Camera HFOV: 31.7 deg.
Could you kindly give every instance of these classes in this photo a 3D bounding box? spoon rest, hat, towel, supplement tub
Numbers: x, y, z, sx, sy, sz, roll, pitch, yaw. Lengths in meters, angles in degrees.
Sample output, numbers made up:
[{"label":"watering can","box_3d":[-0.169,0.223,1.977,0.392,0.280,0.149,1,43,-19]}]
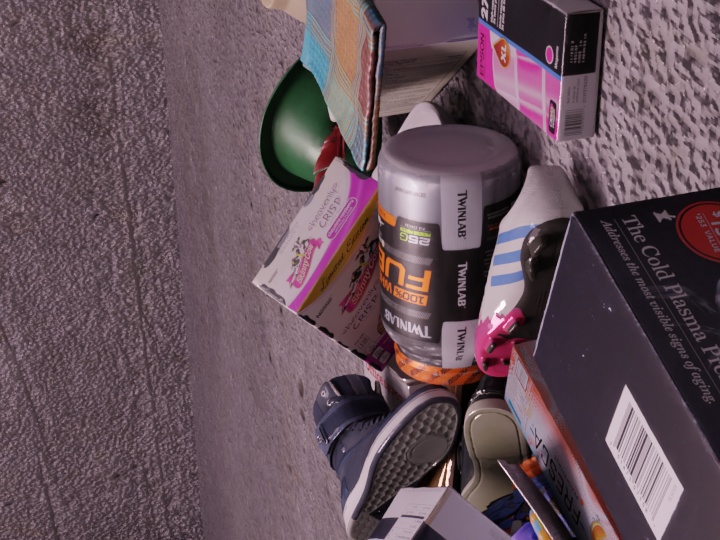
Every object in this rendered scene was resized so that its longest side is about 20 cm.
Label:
[{"label":"spoon rest","box_3d":[0.053,-0.097,1.232,0.200,0.060,0.101,136,123,-73]},{"label":"hat","box_3d":[0.006,-0.114,1.280,0.176,0.165,0.201,36,92,40]},{"label":"towel","box_3d":[-0.019,-0.201,1.124,0.201,0.021,0.148,-115,22,-48]},{"label":"supplement tub","box_3d":[0.075,-0.012,1.083,0.123,0.121,0.203,-128,32,-60]}]

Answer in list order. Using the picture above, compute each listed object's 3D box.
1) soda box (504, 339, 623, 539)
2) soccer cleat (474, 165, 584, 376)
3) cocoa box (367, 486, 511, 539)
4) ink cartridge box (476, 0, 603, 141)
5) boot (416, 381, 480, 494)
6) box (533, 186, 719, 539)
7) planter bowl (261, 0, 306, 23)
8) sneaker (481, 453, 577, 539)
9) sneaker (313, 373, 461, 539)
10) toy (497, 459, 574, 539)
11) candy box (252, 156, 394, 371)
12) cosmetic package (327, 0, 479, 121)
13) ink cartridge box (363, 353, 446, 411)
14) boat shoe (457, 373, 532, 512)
[{"label":"soda box","box_3d":[0.173,0.136,0.915,0.064,0.067,0.201,92,161,-44]},{"label":"soccer cleat","box_3d":[0.134,0.002,1.004,0.201,0.069,0.087,105,164,-48]},{"label":"cocoa box","box_3d":[0.089,0.286,1.013,0.199,0.132,0.133,39,163,-5]},{"label":"ink cartridge box","box_3d":[0.125,-0.179,0.973,0.200,0.037,0.096,-121,27,-59]},{"label":"boot","box_3d":[0.074,0.184,1.189,0.075,0.073,0.203,7,89,33]},{"label":"box","box_3d":[0.201,0.062,0.557,0.105,0.179,0.201,98,157,-46]},{"label":"planter bowl","box_3d":[-0.040,-0.334,1.294,0.200,0.133,0.203,170,90,-74]},{"label":"sneaker","box_3d":[0.149,0.216,1.048,0.201,0.074,0.079,102,151,-57]},{"label":"sneaker","box_3d":[0.018,0.134,1.175,0.203,0.076,0.147,-60,35,40]},{"label":"toy","box_3d":[0.151,0.231,0.907,0.201,0.047,0.115,52,-176,17]},{"label":"candy box","box_3d":[0.000,0.000,1.176,0.061,0.137,0.200,32,177,31]},{"label":"cosmetic package","box_3d":[0.034,-0.205,1.161,0.200,0.104,0.072,142,117,-71]},{"label":"ink cartridge box","box_3d":[0.066,0.179,1.301,0.147,0.082,0.203,-140,44,-67]},{"label":"boat shoe","box_3d":[0.122,0.164,1.127,0.067,0.073,0.201,-79,-18,-45]}]
